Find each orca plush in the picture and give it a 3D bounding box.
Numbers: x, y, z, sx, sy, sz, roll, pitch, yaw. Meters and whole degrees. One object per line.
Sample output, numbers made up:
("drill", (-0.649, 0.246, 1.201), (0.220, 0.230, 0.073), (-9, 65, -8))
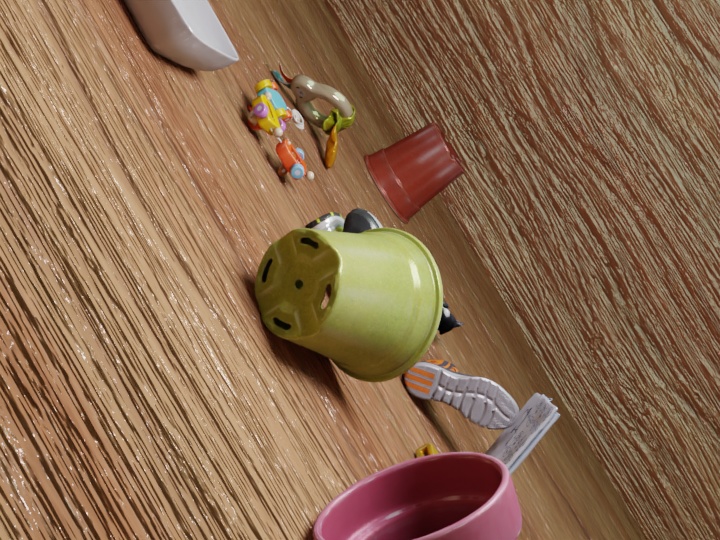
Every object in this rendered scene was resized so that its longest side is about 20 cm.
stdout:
("orca plush", (0.127, 0.097, 1.950), (0.104, 0.072, 0.200), (14, -16, 28))

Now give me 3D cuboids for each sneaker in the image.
("sneaker", (0.168, 0.192, 1.644), (0.197, 0.079, 0.112), (25, 8, 3))
("sneaker", (-0.026, -0.043, 1.638), (0.199, 0.075, 0.078), (1, 65, -63))
("sneaker", (0.000, 0.000, 1.506), (0.084, 0.073, 0.204), (19, 62, -60))

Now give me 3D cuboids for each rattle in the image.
("rattle", (-0.118, -0.319, 2.003), (0.199, 0.144, 0.130), (35, -11, -24))

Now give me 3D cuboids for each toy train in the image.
("toy train", (-0.141, -0.231, 1.662), (0.151, 0.055, 0.201), (52, 17, -32))

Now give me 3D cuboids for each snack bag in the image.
("snack bag", (0.240, 0.274, 1.579), (0.021, 0.189, 0.200), (38, 4, 0))

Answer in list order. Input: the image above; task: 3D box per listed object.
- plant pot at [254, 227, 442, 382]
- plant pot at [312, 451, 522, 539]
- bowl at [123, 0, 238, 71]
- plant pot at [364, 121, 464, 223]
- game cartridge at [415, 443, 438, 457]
("plant pot", (-0.026, 0.030, 1.229), (0.183, 0.200, 0.202), (16, 42, -55))
("plant pot", (0.073, 0.300, 0.957), (0.200, 0.197, 0.182), (-60, 132, -76))
("bowl", (-0.275, -0.377, 1.433), (0.202, 0.074, 0.200), (60, 13, 7))
("plant pot", (0.143, -0.256, 2.481), (0.202, 0.194, 0.201), (54, 13, -18))
("game cartridge", (0.153, 0.369, 1.423), (0.201, 0.032, 0.177), (50, 15, -30))
